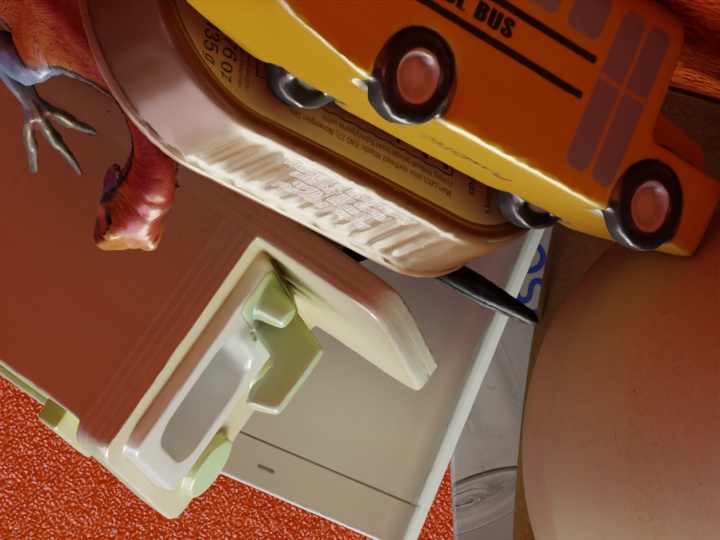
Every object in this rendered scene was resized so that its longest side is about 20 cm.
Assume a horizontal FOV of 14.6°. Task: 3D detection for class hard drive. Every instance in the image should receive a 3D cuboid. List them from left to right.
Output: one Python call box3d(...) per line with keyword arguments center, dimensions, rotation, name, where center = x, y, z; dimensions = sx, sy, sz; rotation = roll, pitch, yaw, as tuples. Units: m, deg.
box3d(center=(0.000, 0.000, 1.175), dimensions=(0.131, 0.201, 0.027), rotation=(21, 175, 22), name="hard drive")

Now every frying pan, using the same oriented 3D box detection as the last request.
box3d(center=(-0.026, -0.026, 1.128), dimensions=(0.190, 0.031, 0.115), rotation=(36, 174, -15), name="frying pan")

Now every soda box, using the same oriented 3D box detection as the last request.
box3d(center=(0.072, 0.040, 1.269), dimensions=(0.068, 0.201, 0.063), rotation=(-2, 174, 3), name="soda box")

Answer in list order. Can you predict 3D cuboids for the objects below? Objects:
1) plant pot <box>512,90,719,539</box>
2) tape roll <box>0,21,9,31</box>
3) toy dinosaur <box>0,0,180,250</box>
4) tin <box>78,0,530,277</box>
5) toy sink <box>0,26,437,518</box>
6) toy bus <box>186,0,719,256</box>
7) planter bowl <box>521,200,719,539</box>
box3d(center=(0.141, 0.054, 1.119), dimensions=(0.186, 0.201, 0.186), rotation=(22, 176, 1), name="plant pot")
box3d(center=(-0.114, -0.048, 1.213), dimensions=(0.202, 0.204, 0.037), rotation=(25, 176, -29), name="tape roll")
box3d(center=(-0.119, -0.086, 0.964), dimensions=(0.199, 0.105, 0.182), rotation=(27, -163, -29), name="toy dinosaur")
box3d(center=(-0.009, -0.070, 0.948), dimensions=(0.042, 0.113, 0.200), rotation=(-17, 148, 42), name="tin")
box3d(center=(-0.087, 0.016, 1.080), dimensions=(0.200, 0.112, 0.130), rotation=(33, 172, 15), name="toy sink")
box3d(center=(0.035, -0.072, 0.898), dimensions=(0.200, 0.079, 0.065), rotation=(26, 172, -37), name="toy bus")
box3d(center=(0.167, 0.057, 0.948), dimensions=(0.199, 0.201, 0.135), rotation=(23, 167, -6), name="planter bowl")
